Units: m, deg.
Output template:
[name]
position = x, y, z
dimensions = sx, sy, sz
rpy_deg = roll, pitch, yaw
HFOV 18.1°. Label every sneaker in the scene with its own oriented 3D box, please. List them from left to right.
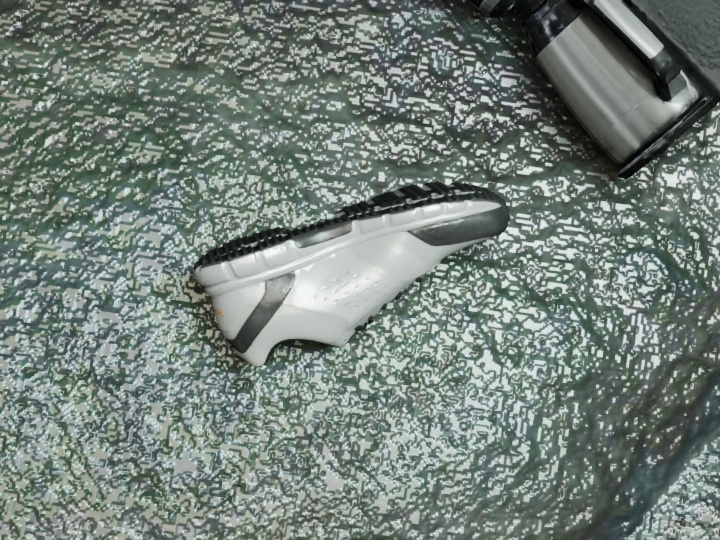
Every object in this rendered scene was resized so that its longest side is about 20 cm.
[sneaker]
position = 0.000, 0.000, 1.418
dimensions = 0.199, 0.074, 0.080
rpy_deg = -17, 100, 0

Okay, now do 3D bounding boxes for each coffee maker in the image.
[coffee maker]
position = 0.167, -0.188, 1.419
dimensions = 0.200, 0.135, 0.192
rpy_deg = 48, 61, 1
